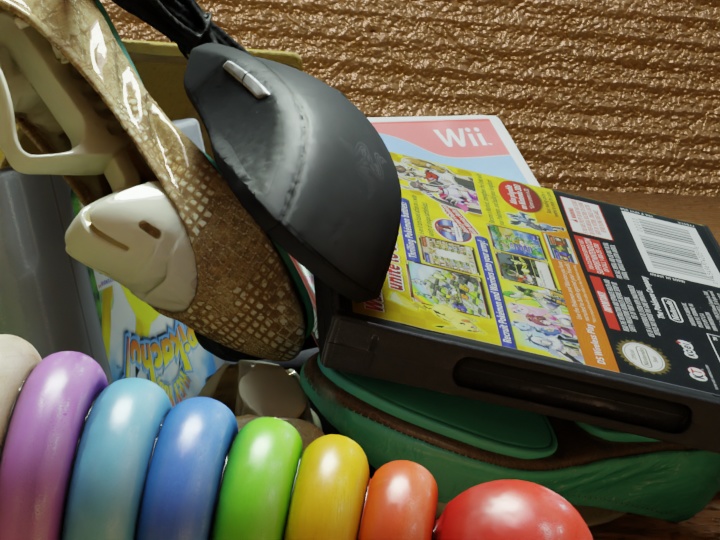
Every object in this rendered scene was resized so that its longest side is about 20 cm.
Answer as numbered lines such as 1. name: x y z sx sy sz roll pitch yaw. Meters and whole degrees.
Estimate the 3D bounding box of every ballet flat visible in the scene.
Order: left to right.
1. ballet flat: -0.098 -0.037 0.799 0.065 0.200 0.071 -26 -19 -38
2. ballet flat: -0.035 0.064 0.799 0.067 0.062 0.200 5 5 -10
3. ballet flat: 0.062 0.071 0.795 0.200 0.070 0.067 6 33 -28

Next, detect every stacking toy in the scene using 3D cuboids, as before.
1. stacking toy: -0.027 0.077 0.633 0.200 0.085 0.085 10 6 4

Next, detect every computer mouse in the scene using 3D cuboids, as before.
1. computer mouse: -0.045 -0.074 0.764 0.140 0.046 0.200 41 10 -26

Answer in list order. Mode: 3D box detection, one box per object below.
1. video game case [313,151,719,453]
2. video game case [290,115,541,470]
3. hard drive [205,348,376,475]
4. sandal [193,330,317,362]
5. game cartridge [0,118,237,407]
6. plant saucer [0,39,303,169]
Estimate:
1. video game case: 0.070 0.008 0.827 0.181 0.026 0.200 13 21 -8
2. video game case: 0.037 0.005 0.903 0.143 0.017 0.200 -3 46 -28
3. hard drive: 0.022 0.061 0.975 0.135 0.042 0.200 7 7 20
4. sandal: 0.000 0.000 0.965 0.200 0.075 0.045 -5 21 -39
5. game cartridge: -0.104 0.012 0.889 0.040 0.133 0.200 -6 9 21
6. plant saucer: -0.137 -0.033 1.006 0.048 0.200 0.200 36 20 24
